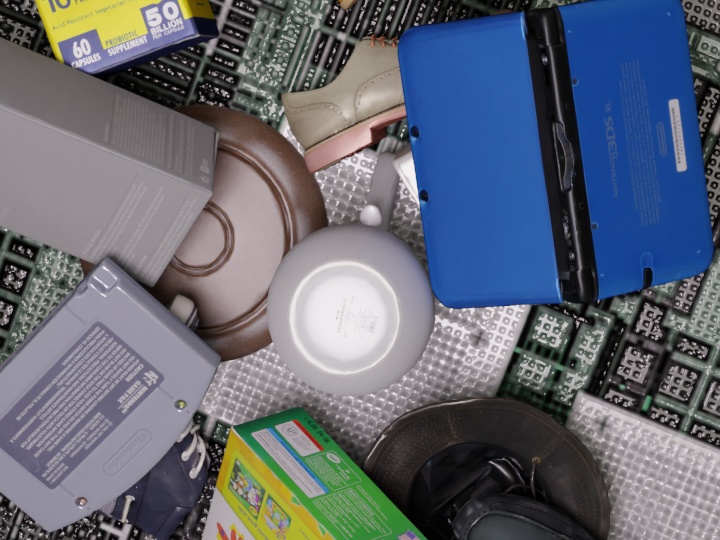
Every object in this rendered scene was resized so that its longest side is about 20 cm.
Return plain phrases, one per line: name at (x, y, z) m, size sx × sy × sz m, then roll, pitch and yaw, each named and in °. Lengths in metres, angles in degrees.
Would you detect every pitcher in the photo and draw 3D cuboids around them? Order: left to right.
pitcher at (0.000, 0.000, 1.574) m, size 0.120 × 0.200 × 0.173 m, roll 10°, pitch 95°, yaw 3°

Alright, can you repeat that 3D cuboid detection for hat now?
hat at (0.089, 0.168, 1.643) m, size 0.199 × 0.081 × 0.202 m, roll -1°, pitch 113°, yaw -4°

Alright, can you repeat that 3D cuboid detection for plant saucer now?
plant saucer at (-0.124, -0.026, 1.667) m, size 0.198 × 0.032 × 0.202 m, roll 0°, pitch 95°, yaw 4°

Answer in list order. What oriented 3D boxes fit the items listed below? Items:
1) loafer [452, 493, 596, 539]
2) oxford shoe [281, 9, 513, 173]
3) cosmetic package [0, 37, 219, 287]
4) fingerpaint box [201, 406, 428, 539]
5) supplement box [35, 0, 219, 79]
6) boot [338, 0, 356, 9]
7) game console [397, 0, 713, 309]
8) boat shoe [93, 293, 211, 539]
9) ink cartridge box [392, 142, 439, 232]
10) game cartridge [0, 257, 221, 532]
loafer at (0.156, 0.227, 1.591) m, size 0.200 × 0.070 × 0.068 m, roll 31°, pitch 104°, yaw -20°
oxford shoe at (0.031, -0.151, 1.621) m, size 0.199 × 0.071 × 0.074 m, roll -30°, pitch 90°, yaw 7°
cosmetic package at (-0.214, -0.081, 1.564) m, size 0.199 × 0.091 × 0.107 m, roll 26°, pitch 125°, yaw -19°
fingerpaint box at (-0.029, 0.230, 1.585) m, size 0.200 × 0.073 × 0.168 m, roll 43°, pitch 131°, yaw 35°
supplement box at (-0.194, -0.251, 1.609) m, size 0.108 × 0.110 × 0.202 m, roll -19°, pitch 93°, yaw 6°
boot at (-0.012, -0.312, 1.604) m, size 0.143 × 0.071 × 0.202 m, roll 31°, pitch 86°, yaw -6°
game console at (0.136, -0.084, 1.499) m, size 0.169 × 0.118 × 0.202 m, roll -12°, pitch 99°, yaw -26°
boat shoe at (-0.145, 0.116, 1.653) m, size 0.092 × 0.075 × 0.201 m, roll 27°, pitch 119°, yaw -4°
ink cartridge box at (0.131, -0.100, 1.579) m, size 0.199 × 0.146 × 0.084 m, roll -30°, pitch 94°, yaw 7°
game cartridge at (-0.201, 0.098, 1.592) m, size 0.133 × 0.041 × 0.200 m, roll 43°, pitch 112°, yaw -8°
